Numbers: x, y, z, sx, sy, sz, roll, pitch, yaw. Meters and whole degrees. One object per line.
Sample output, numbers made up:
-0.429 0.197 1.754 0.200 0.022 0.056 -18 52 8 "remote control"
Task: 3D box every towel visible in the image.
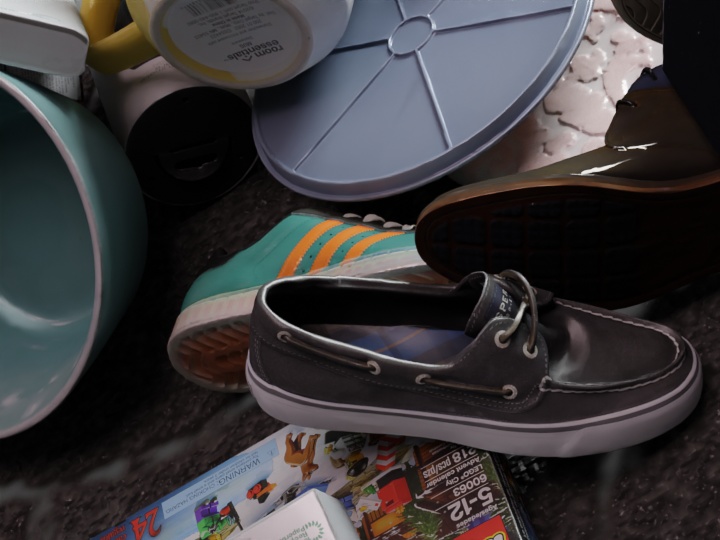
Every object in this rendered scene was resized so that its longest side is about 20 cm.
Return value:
0.105 -0.119 0.929 0.191 0.032 0.200 -48 42 -8 "towel"

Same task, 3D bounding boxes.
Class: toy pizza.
0.033 -0.111 0.926 0.198 0.032 0.202 -21 45 22 "toy pizza"

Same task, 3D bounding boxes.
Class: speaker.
-0.120 -0.126 1.057 0.081 0.081 0.201 -33 43 7 "speaker"

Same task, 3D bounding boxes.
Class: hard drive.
-0.219 -0.147 0.976 0.200 0.130 0.027 -127 50 -70 "hard drive"

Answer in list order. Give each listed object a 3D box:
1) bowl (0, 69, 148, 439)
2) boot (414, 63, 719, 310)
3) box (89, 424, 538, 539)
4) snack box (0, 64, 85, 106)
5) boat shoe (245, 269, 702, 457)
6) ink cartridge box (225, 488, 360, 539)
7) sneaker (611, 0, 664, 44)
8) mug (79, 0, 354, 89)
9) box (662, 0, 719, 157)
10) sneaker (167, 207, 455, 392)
-0.192 -0.020 0.963 0.199 0.203 0.105 -11 6 28 "bowl"
0.123 -0.041 0.808 0.197 0.075 0.097 -3 40 4 "boot"
-0.021 0.133 0.801 0.199 0.038 0.137 -31 43 10 "box"
-0.279 -0.101 1.071 0.199 0.141 0.054 -13 80 44 "snack box"
0.048 0.029 0.769 0.197 0.067 0.070 5 44 8 "boat shoe"
-0.013 0.198 0.712 0.099 0.039 0.201 -30 66 10 "ink cartridge box"
0.195 -0.165 0.839 0.198 0.075 0.107 -11 46 -12 "sneaker"
-0.062 -0.169 0.943 0.148 0.187 0.155 12 56 -11 "mug"
0.238 -0.086 0.711 0.180 0.105 0.201 -15 44 -8 "box"
0.000 0.000 0.874 0.198 0.072 0.080 -10 45 22 "sneaker"
